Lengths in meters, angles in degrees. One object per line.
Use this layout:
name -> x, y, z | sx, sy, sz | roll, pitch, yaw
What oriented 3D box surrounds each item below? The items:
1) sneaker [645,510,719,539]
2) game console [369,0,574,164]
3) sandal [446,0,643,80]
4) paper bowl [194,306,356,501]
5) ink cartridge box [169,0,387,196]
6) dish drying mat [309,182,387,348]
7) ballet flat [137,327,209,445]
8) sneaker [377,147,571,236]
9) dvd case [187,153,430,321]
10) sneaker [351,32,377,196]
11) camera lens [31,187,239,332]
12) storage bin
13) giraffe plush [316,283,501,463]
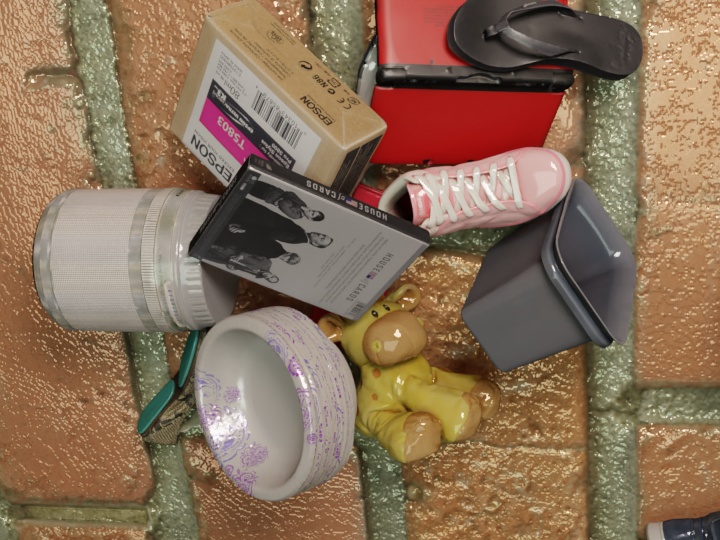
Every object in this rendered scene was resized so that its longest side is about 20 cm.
sneaker -> 0.445, 0.376, 1.167 | 0.146, 0.077, 0.203 | -20, 106, 20
game console -> 0.102, -0.205, 0.994 | 0.199, 0.119, 0.173 | -1, 82, -14
sandal -> 0.180, -0.229, 0.932 | 0.199, 0.043, 0.077 | 2, 82, -13
paper bowl -> -0.083, 0.138, 1.060 | 0.200, 0.104, 0.202 | 14, 109, 44
ink cartridge box -> -0.090, -0.146, 0.996 | 0.200, 0.075, 0.165 | 44, 137, 12
dish drying mat -> 0.000, 0.000, 1.130 | 0.076, 0.018, 0.201 | 20, 113, -1
ballet flat -> -0.207, 0.144, 1.207 | 0.075, 0.068, 0.200 | 20, 121, -22
sneaker -> 0.108, -0.074, 0.992 | 0.199, 0.105, 0.076 | -10, 94, 31
dvd case -> -0.053, -0.027, 0.981 | 0.199, 0.025, 0.150 | 22, 136, -22
sneaker -> 0.020, -0.155, 1.036 | 0.087, 0.075, 0.201 | 22, 115, -5
camera lens -> -0.250, -0.012, 1.092 | 0.199, 0.160, 0.161 | 1, 112, 10
storage bin -> 0.197, 0.020, 1.016 | 0.134, 0.200, 0.146 | -30, 104, 31
giraffe plush -> 0.041, 0.105, 1.101 | 0.199, 0.172, 0.163 | -5, 103, 39
